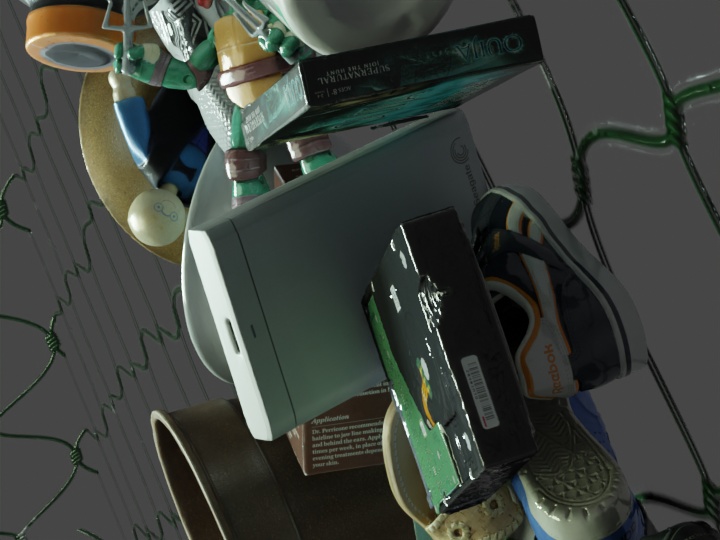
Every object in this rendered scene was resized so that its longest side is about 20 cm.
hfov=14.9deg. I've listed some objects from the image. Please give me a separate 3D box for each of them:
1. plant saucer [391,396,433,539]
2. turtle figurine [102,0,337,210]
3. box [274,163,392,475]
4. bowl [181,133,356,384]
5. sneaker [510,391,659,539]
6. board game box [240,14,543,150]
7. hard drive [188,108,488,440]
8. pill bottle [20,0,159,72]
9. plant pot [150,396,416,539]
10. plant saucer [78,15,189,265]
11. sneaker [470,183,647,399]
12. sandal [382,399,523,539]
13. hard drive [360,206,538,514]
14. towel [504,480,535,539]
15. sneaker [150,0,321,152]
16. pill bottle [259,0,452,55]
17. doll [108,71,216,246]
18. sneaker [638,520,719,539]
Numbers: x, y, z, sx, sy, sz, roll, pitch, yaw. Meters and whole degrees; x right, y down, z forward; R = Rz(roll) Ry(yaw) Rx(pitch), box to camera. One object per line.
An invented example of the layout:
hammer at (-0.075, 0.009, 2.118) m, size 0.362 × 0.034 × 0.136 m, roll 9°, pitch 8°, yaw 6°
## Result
plant saucer at (0.048, 0.089, 1.793) m, size 0.019 × 0.070 × 0.201 m, roll 12°, pitch 130°, yaw 29°
turtle figurine at (-0.070, -0.124, 1.710) m, size 0.149 × 0.100 × 0.201 m, roll -16°, pitch 93°, yaw 47°
box at (-0.002, 0.028, 1.822) m, size 0.075 × 0.100 × 0.201 m, roll -119°, pitch 25°, yaw -59°
bowl at (-0.036, -0.013, 1.914) m, size 0.090 × 0.201 × 0.202 m, roll 8°, pitch 129°, yaw 27°
sneaker at (0.117, 0.118, 1.606) m, size 0.200 × 0.076 × 0.112 m, roll -117°, pitch 6°, yaw -53°
board game box at (0.013, -0.104, 1.558) m, size 0.200 × 0.135 × 0.028 m, roll 158°, pitch 99°, yaw -78°
hard drive at (0.000, 0.000, 1.642) m, size 0.027 × 0.199 × 0.133 m, roll 3°, pitch 115°, yaw 54°
pill bottle at (-0.175, -0.234, 1.801) m, size 0.106 × 0.106 × 0.201 m, roll 117°, pitch 156°, yaw -74°
plant pot at (-0.021, 0.157, 1.971) m, size 0.200 × 0.197 × 0.201 m, roll 158°, pitch 90°, yaw -78°
plant saucer at (-0.105, -0.102, 1.970) m, size 0.035 × 0.200 × 0.201 m, roll -16°, pitch 94°, yaw 57°
sneaker at (0.088, 0.011, 1.562) m, size 0.200 × 0.079 × 0.079 m, roll -132°, pitch 24°, yaw -63°
sandal at (0.079, 0.159, 1.784) m, size 0.069 × 0.078 × 0.212 m, roll 20°, pitch 143°, yaw 36°
hard drive at (0.047, 0.055, 1.523) m, size 0.200 × 0.038 × 0.140 m, roll 116°, pitch 137°, yaw -75°
towel at (0.087, 0.103, 1.822) m, size 0.149 × 0.031 × 0.201 m, roll 175°, pitch 75°, yaw -76°
sneaker at (-0.078, -0.178, 1.869) m, size 0.201 × 0.114 × 0.075 m, roll 63°, pitch 166°, yaw 18°
pill bottle at (-0.026, -0.204, 1.615) m, size 0.200 × 0.113 × 0.114 m, roll -132°, pitch 24°, yaw -58°
doll at (-0.115, -0.106, 1.912) m, size 0.136 × 0.201 × 0.048 m, roll 32°, pitch 155°, yaw -24°
sneaker at (0.183, 0.218, 1.496) m, size 0.114 × 0.076 × 0.200 m, roll -126°, pitch 22°, yaw -55°
